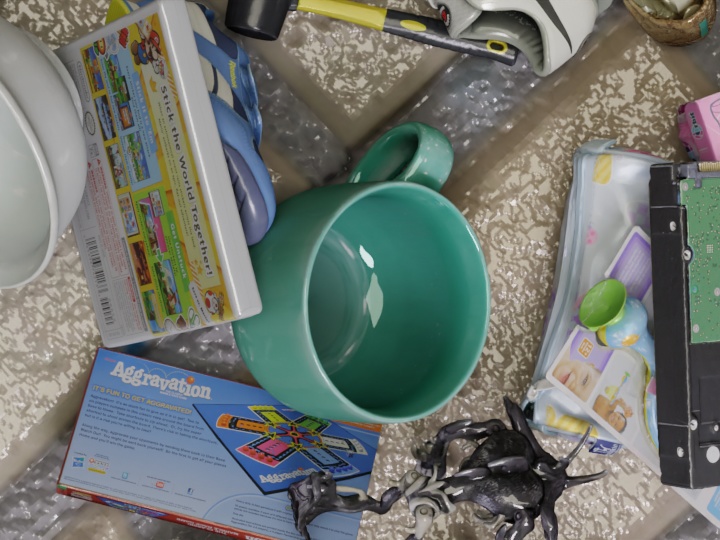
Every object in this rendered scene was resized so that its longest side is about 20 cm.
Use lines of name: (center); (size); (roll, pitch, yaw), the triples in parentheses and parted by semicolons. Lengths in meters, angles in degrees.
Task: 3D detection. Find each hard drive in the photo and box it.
hard drive: (0.246, 0.030, 1.371); (0.139, 0.038, 0.201); (-5, 94, -31)

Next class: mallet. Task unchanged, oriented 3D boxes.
mallet: (0.010, -0.179, 1.461); (0.199, 0.041, 0.066); (6, 88, -6)

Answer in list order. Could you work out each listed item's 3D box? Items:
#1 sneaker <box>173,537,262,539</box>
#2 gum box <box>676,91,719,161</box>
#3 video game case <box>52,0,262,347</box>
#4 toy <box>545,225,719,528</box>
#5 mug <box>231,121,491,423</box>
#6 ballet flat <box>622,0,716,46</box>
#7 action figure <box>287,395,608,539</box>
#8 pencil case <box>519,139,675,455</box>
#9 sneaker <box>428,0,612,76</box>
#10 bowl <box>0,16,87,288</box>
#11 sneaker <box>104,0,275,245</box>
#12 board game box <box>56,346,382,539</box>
sneaker: (-0.127, 0.231, 1.446); (0.199, 0.073, 0.085); (-33, 88, -12)
gum box: (0.316, -0.085, 1.448); (0.199, 0.066, 0.114); (-19, 92, -1)
video game case: (-0.139, -0.058, 1.395); (0.023, 0.182, 0.201); (-14, 91, -35)
toy: (0.215, 0.074, 1.401); (0.200, 0.047, 0.116); (39, 76, -31)
mug: (0.001, 0.011, 1.414); (0.185, 0.114, 0.153); (-40, 112, -31)
ballet flat: (0.167, -0.233, 1.445); (0.200, 0.065, 0.071); (45, 90, -1)
action figure: (0.057, 0.152, 1.396); (0.199, 0.102, 0.119); (-13, 62, -3)
pencil case: (0.161, 0.017, 1.438); (0.090, 0.083, 0.201); (13, 89, -18)
sneaker: (0.065, -0.202, 1.428); (0.199, 0.074, 0.089); (33, 65, 0)
bowl: (-0.242, -0.096, 1.403); (0.201, 0.201, 0.090); (50, 52, -1)
sneaker: (-0.094, -0.104, 1.406); (0.082, 0.074, 0.201); (-10, 57, -33)
board game box: (-0.092, 0.123, 1.446); (0.199, 0.019, 0.103); (14, 64, -1)
